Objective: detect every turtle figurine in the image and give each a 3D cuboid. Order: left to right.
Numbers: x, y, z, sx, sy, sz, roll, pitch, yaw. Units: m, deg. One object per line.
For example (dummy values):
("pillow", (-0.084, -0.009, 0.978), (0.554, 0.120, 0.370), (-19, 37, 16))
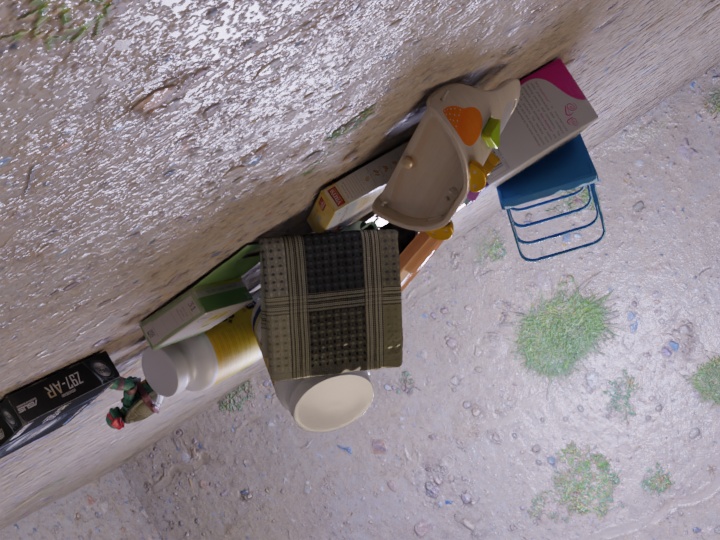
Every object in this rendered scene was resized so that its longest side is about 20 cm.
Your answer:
("turtle figurine", (-0.355, 0.188, 1.572), (0.200, 0.101, 0.150), (-37, 176, -12))

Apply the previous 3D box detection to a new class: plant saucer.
("plant saucer", (0.070, -0.005, 1.468), (0.201, 0.032, 0.200), (-50, 176, -5))

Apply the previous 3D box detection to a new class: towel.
("towel", (-0.039, 0.046, 1.306), (0.191, 0.202, 0.035), (-5, -165, -12))

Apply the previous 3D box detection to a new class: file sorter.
("file sorter", (0.276, -0.126, 1.458), (0.138, 0.123, 0.201), (-17, -146, 11))

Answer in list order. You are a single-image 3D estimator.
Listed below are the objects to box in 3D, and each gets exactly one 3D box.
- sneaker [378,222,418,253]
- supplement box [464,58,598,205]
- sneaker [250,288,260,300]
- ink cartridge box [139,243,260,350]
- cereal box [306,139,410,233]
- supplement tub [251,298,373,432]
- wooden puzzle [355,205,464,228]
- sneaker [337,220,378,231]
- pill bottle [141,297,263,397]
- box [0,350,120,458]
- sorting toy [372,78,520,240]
("sneaker", (0.000, 0.000, 1.481), (0.200, 0.071, 0.099), (-48, 172, 29))
("supplement box", (0.211, -0.191, 1.354), (0.199, 0.102, 0.103), (-31, 175, -11))
("sneaker", (-0.126, 0.036, 1.620), (0.200, 0.073, 0.072), (-36, 172, 24))
("ink cartridge box", (-0.189, 0.031, 1.345), (0.199, 0.048, 0.145), (-32, 175, 20))
("cereal box", (0.028, -0.117, 1.289), (0.199, 0.040, 0.144), (-30, 174, -16))
("supplement tub", (-0.070, 0.123, 1.439), (0.143, 0.201, 0.145), (-14, 136, -14))
("wooden puzzle", (0.092, -0.111, 1.529), (0.200, 0.047, 0.185), (-41, 155, 30))
("sneaker", (-0.024, -0.030, 1.404), (0.118, 0.074, 0.200), (-25, -171, 4))
("pill bottle", (-0.235, 0.118, 1.504), (0.112, 0.112, 0.200), (-37, 173, 42))
("box", (-0.443, 0.194, 1.349), (0.160, 0.044, 0.200), (-28, 173, -48))
("sorting toy", (0.127, -0.148, 1.174), (0.180, 0.107, 0.200), (-47, 172, -37))
